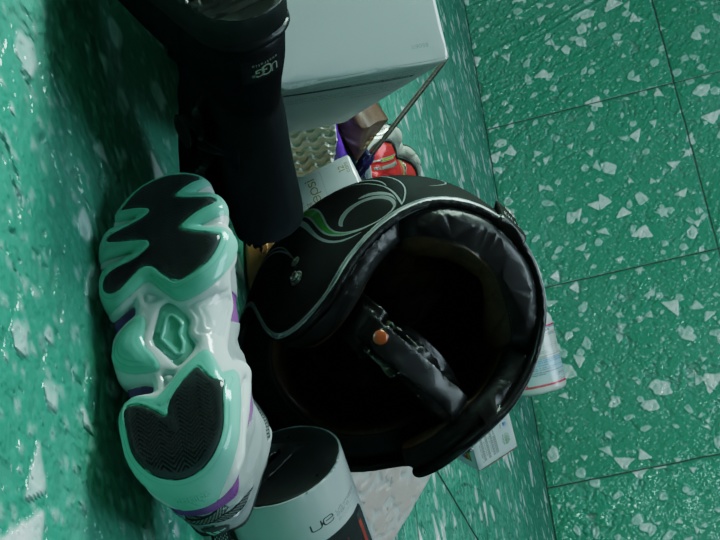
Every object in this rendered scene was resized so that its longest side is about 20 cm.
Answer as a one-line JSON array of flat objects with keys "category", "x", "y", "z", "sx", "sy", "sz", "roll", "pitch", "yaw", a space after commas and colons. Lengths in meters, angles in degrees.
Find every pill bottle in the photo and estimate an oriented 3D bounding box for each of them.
[{"category": "pill bottle", "x": 0.349, "y": 0.150, "z": 2.784, "sx": 0.109, "sy": 0.107, "sz": 0.202, "roll": -14, "pitch": 91, "yaw": -79}]

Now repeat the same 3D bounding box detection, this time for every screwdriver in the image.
[{"category": "screwdriver", "x": 0.019, "y": -0.123, "z": 1.259, "sx": 0.028, "sy": 0.201, "sz": 0.029, "roll": 19, "pitch": 25, "yaw": -40}]

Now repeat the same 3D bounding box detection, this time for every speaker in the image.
[{"category": "speaker", "x": -0.023, "y": 0.201, "z": 0.862, "sx": 0.081, "sy": 0.080, "sz": 0.202, "roll": -81, "pitch": 156, "yaw": -63}]

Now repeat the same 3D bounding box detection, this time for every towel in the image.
[{"category": "towel", "x": 0.020, "y": 0.124, "z": 1.071, "sx": 0.192, "sy": 0.032, "sz": 0.200, "roll": -58, "pitch": 151, "yaw": -16}]

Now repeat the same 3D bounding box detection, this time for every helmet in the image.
[{"category": "helmet", "x": 0.015, "y": 0.036, "z": 0.897, "sx": 0.190, "sy": 0.198, "sz": 0.202, "roll": 171, "pitch": -94, "yaw": -69}]

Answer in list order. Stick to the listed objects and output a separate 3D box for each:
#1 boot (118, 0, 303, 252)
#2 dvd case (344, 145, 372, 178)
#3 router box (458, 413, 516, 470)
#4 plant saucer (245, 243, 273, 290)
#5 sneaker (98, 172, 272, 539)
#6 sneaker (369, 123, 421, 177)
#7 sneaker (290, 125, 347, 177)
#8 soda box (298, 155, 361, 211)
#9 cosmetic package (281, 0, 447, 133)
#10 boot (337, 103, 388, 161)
[{"category": "boot", "x": -0.105, "y": -0.122, "z": 0.803, "sx": 0.200, "sy": 0.076, "sz": 0.169, "roll": 42, "pitch": -33, "yaw": 35}, {"category": "dvd case", "x": -0.019, "y": -0.193, "z": 1.357, "sx": 0.201, "sy": 0.017, "sz": 0.143, "roll": 82, "pitch": -8, "yaw": -46}, {"category": "router box", "x": 0.053, "y": 0.064, "z": 1.260, "sx": 0.179, "sy": 0.049, "sz": 0.202, "roll": 24, "pitch": -44, "yaw": 54}, {"category": "plant saucer", "x": -0.043, "y": 0.035, "z": 1.097, "sx": 0.200, "sy": 0.037, "sz": 0.203, "roll": -14, "pitch": 90, "yaw": -79}, {"category": "sneaker", "x": -0.092, "y": 0.057, "z": 0.755, "sx": 0.140, "sy": 0.077, "sz": 0.202, "roll": 76, "pitch": 8, "yaw": -56}, {"category": "sneaker", "x": 0.017, "y": -0.106, "z": 1.531, "sx": 0.200, "sy": 0.076, "sz": 0.086, "roll": 38, "pitch": 61, "yaw": -72}, {"category": "sneaker", "x": -0.047, "y": -0.103, "z": 1.180, "sx": 0.100, "sy": 0.069, "sz": 0.201, "roll": -102, "pitch": 175, "yaw": -52}, {"category": "soda box", "x": 0.000, "y": 0.000, "z": 1.065, "sx": 0.200, "sy": 0.063, "sz": 0.069, "roll": 62, "pitch": 5, "yaw": -56}, {"category": "cosmetic package", "x": -0.050, "y": -0.206, "z": 0.910, "sx": 0.200, "sy": 0.122, "sz": 0.202, "roll": 166, "pitch": -89, "yaw": -69}, {"category": "boot", "x": -0.040, "y": -0.189, "z": 1.171, "sx": 0.201, "sy": 0.064, "sz": 0.186, "roll": 61, "pitch": 10, "yaw": -5}]
